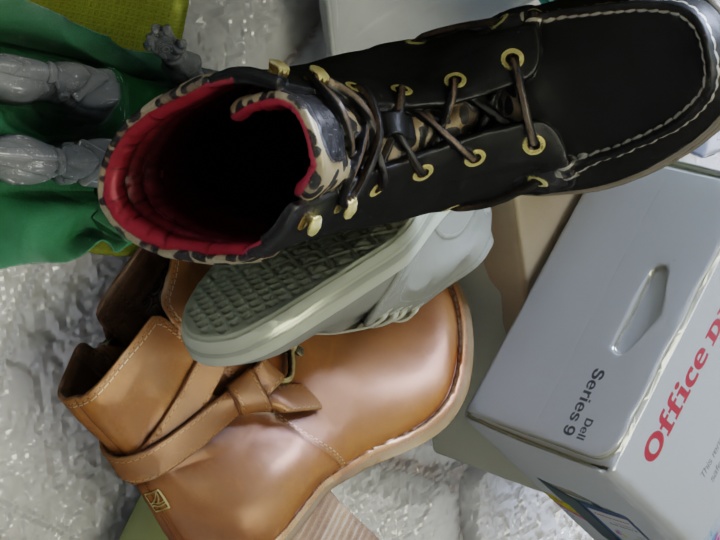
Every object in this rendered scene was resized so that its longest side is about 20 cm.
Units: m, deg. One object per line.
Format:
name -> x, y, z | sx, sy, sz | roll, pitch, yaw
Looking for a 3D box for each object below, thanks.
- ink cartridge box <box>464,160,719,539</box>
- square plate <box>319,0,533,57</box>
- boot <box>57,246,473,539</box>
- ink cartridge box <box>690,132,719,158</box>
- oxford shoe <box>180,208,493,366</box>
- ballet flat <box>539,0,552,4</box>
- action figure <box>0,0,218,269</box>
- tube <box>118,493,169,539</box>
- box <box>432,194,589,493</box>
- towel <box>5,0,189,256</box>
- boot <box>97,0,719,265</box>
ink cartridge box -> 0.154, 0.059, 0.995 | 0.200, 0.087, 0.146 | 44, 70, -48
square plate -> 0.039, -0.201, 0.941 | 0.198, 0.028, 0.201 | -31, 124, -35
boot -> -0.039, 0.033, 0.907 | 0.155, 0.077, 0.200 | 47, 53, -26
ink cartridge box -> 0.204, -0.161, 1.045 | 0.119, 0.042, 0.201 | -15, 123, -46
oxford shoe -> 0.000, 0.000, 0.869 | 0.200, 0.075, 0.058 | -38, 125, -53
ballet flat -> 0.084, -0.147, 0.900 | 0.070, 0.067, 0.200 | -35, 115, 20
action figure -> -0.083, -0.051, 0.816 | 0.200, 0.055, 0.119 | 6, 75, -52
tube -> -0.080, 0.128, 0.919 | 0.058, 0.052, 0.201 | 94, 21, -67
box -> 0.078, -0.008, 1.014 | 0.095, 0.078, 0.201 | -33, 125, -36
towel -> -0.098, -0.105, 0.839 | 0.086, 0.018, 0.201 | 3, 101, -48
boot -> 0.020, -0.050, 0.752 | 0.150, 0.199, 0.074 | -17, 98, -54
